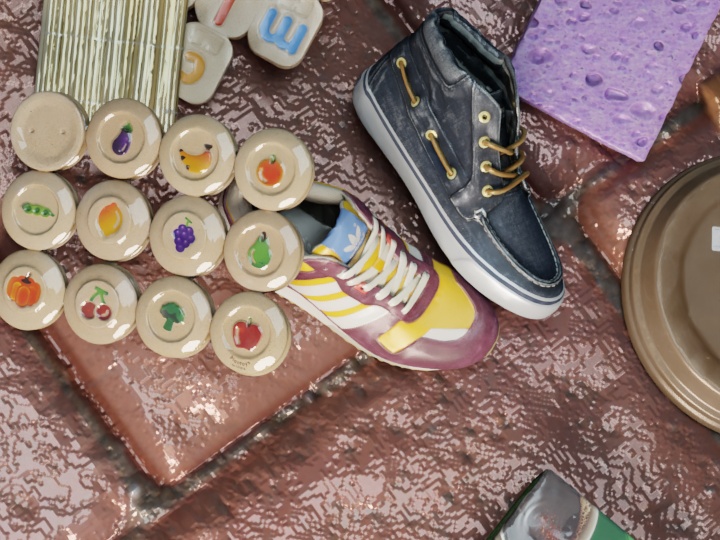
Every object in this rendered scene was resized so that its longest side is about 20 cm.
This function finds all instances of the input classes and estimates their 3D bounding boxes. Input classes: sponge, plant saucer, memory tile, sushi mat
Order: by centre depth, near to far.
[{"bbox_3d":[-0.129,-0.025,1.397,0.198,0.017,0.155,10,93,15],"label":"memory tile"},{"bbox_3d":[-0.156,-0.190,1.465,0.095,0.012,0.202,5,85,5],"label":"sushi mat"},{"bbox_3d":[0.182,-0.186,1.507,0.111,0.030,0.201,26,94,-1],"label":"sponge"},{"bbox_3d":[0.272,0.014,1.509,0.198,0.029,0.202,2,75,-9],"label":"plant saucer"}]

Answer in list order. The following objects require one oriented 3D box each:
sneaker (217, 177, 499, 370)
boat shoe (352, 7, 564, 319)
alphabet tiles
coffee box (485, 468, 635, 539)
[{"bbox_3d":[0.000,0.000,1.430,0.199,0.090,0.075,25,72,-3],"label":"sneaker"},{"bbox_3d":[0.080,-0.068,1.452,0.201,0.091,0.071,53,40,7],"label":"boat shoe"},{"bbox_3d":[-0.106,-0.217,1.479,0.199,0.015,0.197,28,88,5],"label":"alphabet tiles"},{"bbox_3d":[0.155,0.233,1.421,0.200,0.044,0.123,41,72,2],"label":"coffee box"}]
